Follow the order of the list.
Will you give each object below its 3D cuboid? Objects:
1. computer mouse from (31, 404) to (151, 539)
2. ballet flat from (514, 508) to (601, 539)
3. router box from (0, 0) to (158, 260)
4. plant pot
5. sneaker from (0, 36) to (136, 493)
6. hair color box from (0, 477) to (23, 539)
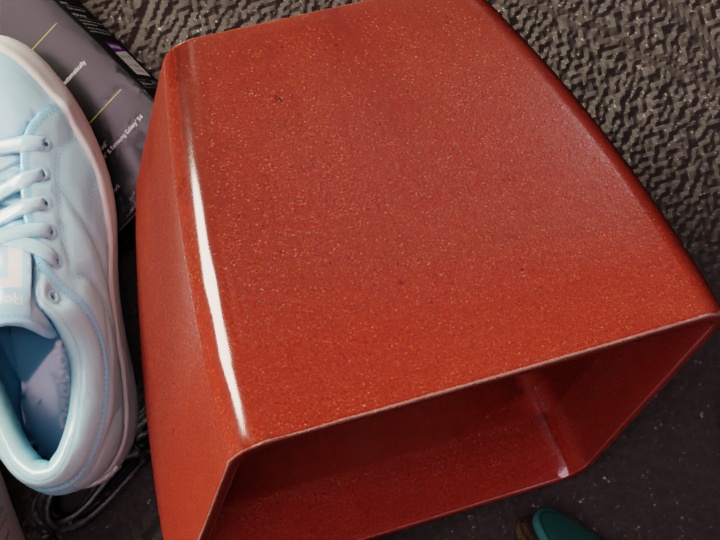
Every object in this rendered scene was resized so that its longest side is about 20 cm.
[{"bbox_3d":[-0.067,0.151,0.969,0.140,0.046,0.201,-32,85,6],"label":"computer mouse"},{"bbox_3d":[0.136,0.190,0.936,0.199,0.068,0.073,35,114,4],"label":"ballet flat"},{"bbox_3d":[-0.185,-0.037,0.983,0.149,0.051,0.200,45,98,6],"label":"router box"},{"bbox_3d":[0.000,0.000,0.870,0.198,0.200,0.178,-15,71,-18],"label":"plant pot"},{"bbox_3d":[-0.141,-0.003,0.900,0.073,0.082,0.202,-17,92,6],"label":"sneaker"},{"bbox_3d":[-0.179,0.156,0.925,0.061,0.102,0.202,-16,104,8],"label":"hair color box"}]
